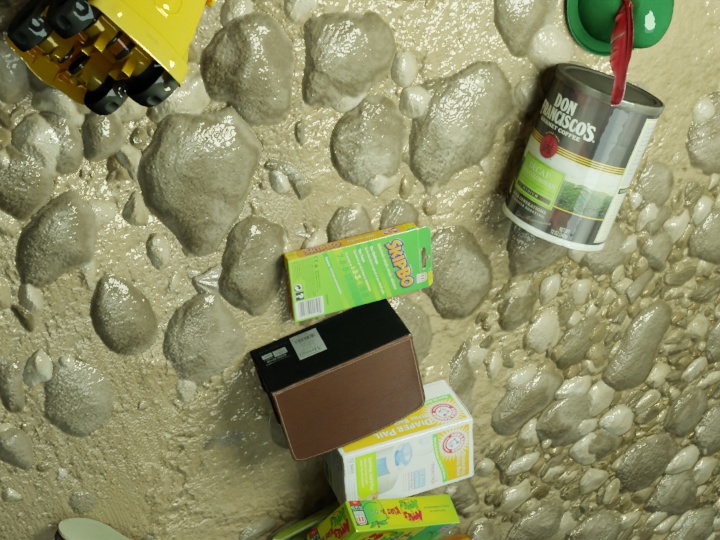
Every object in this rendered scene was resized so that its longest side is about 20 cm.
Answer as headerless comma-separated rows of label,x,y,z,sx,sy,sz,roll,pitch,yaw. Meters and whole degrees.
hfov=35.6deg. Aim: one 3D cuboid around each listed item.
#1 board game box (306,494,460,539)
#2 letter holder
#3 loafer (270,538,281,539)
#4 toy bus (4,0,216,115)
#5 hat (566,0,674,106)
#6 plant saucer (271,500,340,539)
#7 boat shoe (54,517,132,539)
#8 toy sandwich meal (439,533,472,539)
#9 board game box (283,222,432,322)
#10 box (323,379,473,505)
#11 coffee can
board game box,0.034,0.365,1.586,0.199,0.048,0.102,6,140,-41
letter holder,-0.026,0.149,1.509,0.199,0.101,0.143,-22,126,-10
loafer,-0.056,0.414,1.611,0.199,0.070,0.070,28,99,-41
toy bus,-0.244,-0.276,1.151,0.136,0.199,0.193,40,62,-36
hat,0.361,-0.308,1.368,0.165,0.176,0.201,8,114,-27
plant saucer,-0.029,0.420,1.693,0.199,0.048,0.201,-26,124,-8
boat shoe,-0.337,0.395,1.534,0.200,0.071,0.063,30,106,-38
toy sandwich meal,0.141,0.522,1.817,0.204,0.070,0.206,-13,127,-18
board game box,0.000,0.000,1.479,0.199,0.030,0.096,-13,123,-13
box,0.053,0.249,1.598,0.199,0.101,0.113,-13,123,-16
coffee can,0.285,-0.146,1.447,0.145,0.146,0.201,7,115,-27
